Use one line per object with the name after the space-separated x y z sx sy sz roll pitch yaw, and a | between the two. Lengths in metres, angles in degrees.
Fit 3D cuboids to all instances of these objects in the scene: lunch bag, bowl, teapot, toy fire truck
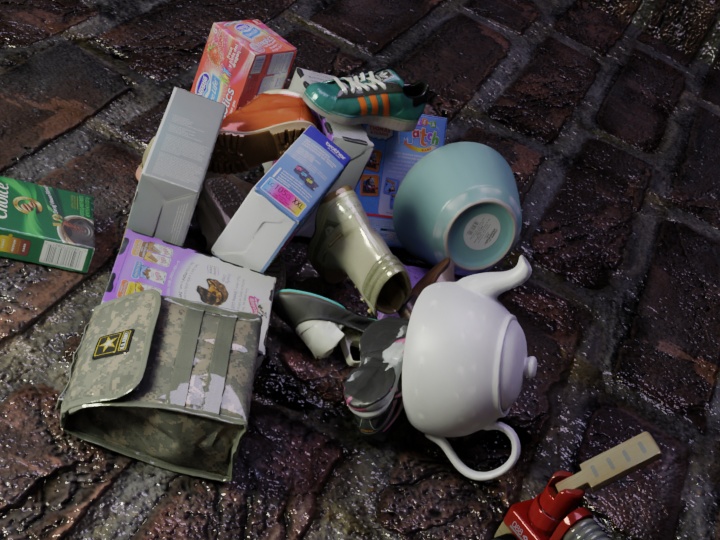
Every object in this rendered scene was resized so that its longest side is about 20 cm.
-0.215 0.115 1.348 0.197 0.119 0.165 13 41 -7 | lunch bag
0.155 -0.074 1.824 0.198 0.203 0.105 9 25 -24 | bowl
0.139 0.114 1.500 0.144 0.201 0.199 7 49 17 | teapot
0.255 0.285 1.347 0.127 0.202 0.176 -5 40 -40 | toy fire truck

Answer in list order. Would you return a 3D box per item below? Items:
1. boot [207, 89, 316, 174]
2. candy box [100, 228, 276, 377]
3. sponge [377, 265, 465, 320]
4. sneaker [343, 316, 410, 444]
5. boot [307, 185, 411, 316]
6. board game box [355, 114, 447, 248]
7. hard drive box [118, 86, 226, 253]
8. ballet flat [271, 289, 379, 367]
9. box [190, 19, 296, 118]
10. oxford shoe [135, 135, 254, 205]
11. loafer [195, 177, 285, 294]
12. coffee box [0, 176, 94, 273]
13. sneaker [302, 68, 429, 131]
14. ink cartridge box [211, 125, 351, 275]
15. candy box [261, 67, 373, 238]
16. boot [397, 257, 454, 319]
-0.158 -0.198 1.748 0.197 0.076 0.108 -7 50 -2 | boot
-0.209 0.049 1.506 0.197 0.072 0.169 19 30 -9 | candy box
0.103 0.041 1.790 0.197 0.030 0.112 10 34 -27 | sponge
0.030 0.134 1.538 0.079 0.087 0.200 8 34 23 | sneaker
0.000 0.000 1.656 0.072 0.201 0.155 -28 67 -20 | boot
0.050 -0.137 1.872 0.149 0.203 0.036 5 4 -30 | board game box
-0.243 -0.112 1.623 0.076 0.157 0.201 18 38 -8 | hard drive box
-0.023 0.082 1.592 0.198 0.068 0.069 18 51 -22 | ballet flat
-0.187 -0.265 1.883 0.094 0.202 0.102 39 33 24 | box
-0.215 -0.132 1.781 0.197 0.074 0.071 15 28 -19 | oxford shoe
-0.162 -0.030 1.673 0.075 0.068 0.202 -5 57 -38 | loafer
-0.429 -0.065 1.548 0.197 0.044 0.124 13 32 -20 | coffee box
0.011 -0.251 1.757 0.198 0.081 0.072 2 37 -37 | sneaker
-0.094 -0.095 1.623 0.076 0.137 0.201 37 41 -4 | ink cartridge box
-0.069 -0.172 1.842 0.071 0.169 0.201 9 33 -27 | candy box
0.125 0.077 1.693 0.146 0.070 0.200 48 34 -3 | boot
